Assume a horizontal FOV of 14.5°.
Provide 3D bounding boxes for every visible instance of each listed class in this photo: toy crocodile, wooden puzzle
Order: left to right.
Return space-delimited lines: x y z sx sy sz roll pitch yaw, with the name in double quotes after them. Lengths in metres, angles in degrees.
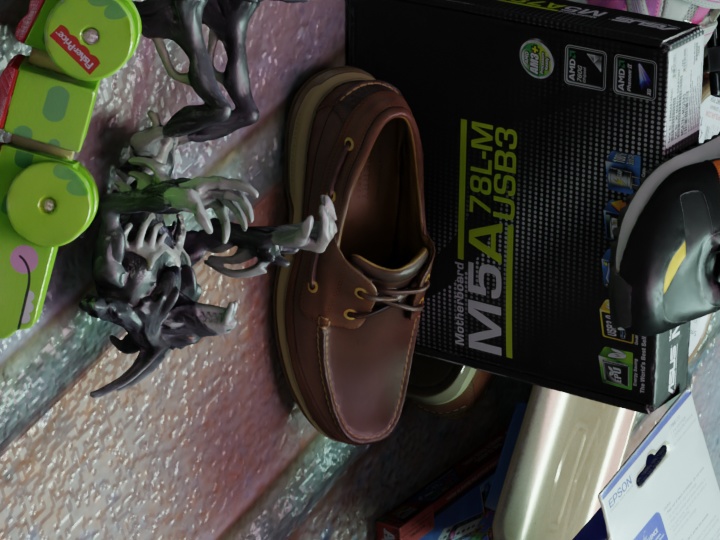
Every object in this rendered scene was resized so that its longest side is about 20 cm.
-0.137 -0.068 1.243 0.068 0.061 0.201 -96 -159 -81 "toy crocodile"
0.120 0.076 1.641 0.200 0.046 0.186 26 80 -72 "wooden puzzle"

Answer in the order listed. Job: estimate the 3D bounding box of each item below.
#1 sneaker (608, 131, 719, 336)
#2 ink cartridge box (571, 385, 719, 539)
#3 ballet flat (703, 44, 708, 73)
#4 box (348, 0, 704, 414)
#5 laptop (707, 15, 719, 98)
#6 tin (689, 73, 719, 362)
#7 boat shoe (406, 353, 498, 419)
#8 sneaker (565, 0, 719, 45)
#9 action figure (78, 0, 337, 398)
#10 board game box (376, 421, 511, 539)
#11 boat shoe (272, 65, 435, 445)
0.196 -0.022 1.381 0.200 0.090 0.070 -35 129 -48 "sneaker"
0.158 0.166 1.473 0.099 0.039 0.201 -43 126 -40 "ink cartridge box"
0.198 -0.144 1.709 0.200 0.071 0.069 -22 87 -53 "ballet flat"
0.081 -0.043 1.461 0.047 0.192 0.201 -28 126 -52 "box"
0.256 -0.195 1.623 0.200 0.115 0.188 9 78 -62 "laptop"
0.196 -0.028 1.788 0.112 0.042 0.201 12 92 -53 "tin"
0.075 -0.014 1.585 0.201 0.072 0.068 -62 151 -5 "boat shoe"
0.155 -0.148 1.449 0.081 0.088 0.201 -28 124 -51 "sneaker"
-0.073 -0.034 1.316 0.119 0.102 0.201 -5 105 -68 "action figure"
0.074 0.154 1.686 0.200 0.019 0.103 -32 128 -48 "board game box"
0.000 0.000 1.453 0.072 0.067 0.201 -11 111 -30 "boat shoe"
